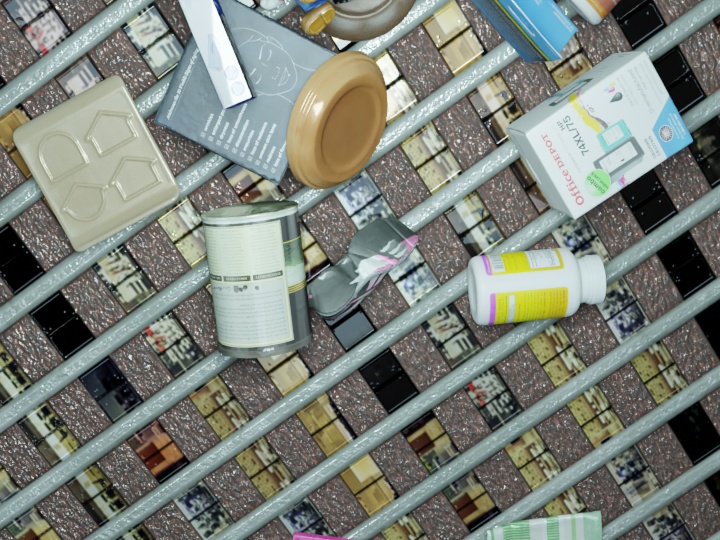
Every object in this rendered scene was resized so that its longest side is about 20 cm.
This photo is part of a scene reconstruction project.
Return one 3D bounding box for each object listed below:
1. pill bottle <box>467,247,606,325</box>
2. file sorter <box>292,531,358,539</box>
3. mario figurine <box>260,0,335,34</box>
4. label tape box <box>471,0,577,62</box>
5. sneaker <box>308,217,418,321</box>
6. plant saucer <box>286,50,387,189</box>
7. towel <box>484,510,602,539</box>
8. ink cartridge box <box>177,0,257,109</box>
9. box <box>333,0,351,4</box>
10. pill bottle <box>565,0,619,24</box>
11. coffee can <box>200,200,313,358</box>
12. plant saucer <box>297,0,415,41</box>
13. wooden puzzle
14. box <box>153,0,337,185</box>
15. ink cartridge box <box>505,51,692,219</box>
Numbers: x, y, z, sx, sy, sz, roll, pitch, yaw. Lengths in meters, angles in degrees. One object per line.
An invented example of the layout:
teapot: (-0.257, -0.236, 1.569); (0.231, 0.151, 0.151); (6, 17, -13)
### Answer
pill bottle: (0.266, 0.022, 1.373); (0.195, 0.104, 0.107); (-5, 102, -2)
file sorter: (-0.056, 0.551, 1.454); (0.136, 0.126, 0.204); (8, 101, -4)
mario figurine: (-0.119, -0.401, 1.237); (0.105, 0.201, 0.125); (-4, 134, -41)
label tape box: (0.225, -0.361, 1.243); (0.066, 0.200, 0.143); (-44, 101, 5)
sneaker: (0.000, 0.000, 1.375); (0.199, 0.087, 0.081); (-36, 73, -14)
plant saucer: (-0.024, -0.205, 1.275); (0.037, 0.199, 0.203); (30, 100, 29)
towel: (0.309, 0.487, 1.511); (0.195, 0.023, 0.156); (-6, 101, -1)
ink cartridge box: (-0.193, -0.311, 1.165); (0.043, 0.094, 0.203); (-22, 101, 2)
box: (-0.055, -0.451, 1.187); (0.046, 0.159, 0.202); (-30, 106, 0)
pill bottle: (0.360, -0.456, 1.261); (0.112, 0.112, 0.200); (40, 107, -10)
coffee can: (-0.150, 0.010, 1.327); (0.143, 0.147, 0.204); (-6, 102, -2)
plant saucer: (-0.006, -0.436, 1.301); (0.196, 0.037, 0.205); (-1, 101, -3)
wooden puzzle: (-0.386, -0.157, 1.337); (0.183, 0.046, 0.203); (-27, 97, 2)
box: (-0.159, -0.259, 1.284); (0.194, 0.124, 0.203); (26, 98, -9)
ink cartridge box: (0.339, -0.197, 1.310); (0.198, 0.146, 0.148); (-34, 101, 5)
